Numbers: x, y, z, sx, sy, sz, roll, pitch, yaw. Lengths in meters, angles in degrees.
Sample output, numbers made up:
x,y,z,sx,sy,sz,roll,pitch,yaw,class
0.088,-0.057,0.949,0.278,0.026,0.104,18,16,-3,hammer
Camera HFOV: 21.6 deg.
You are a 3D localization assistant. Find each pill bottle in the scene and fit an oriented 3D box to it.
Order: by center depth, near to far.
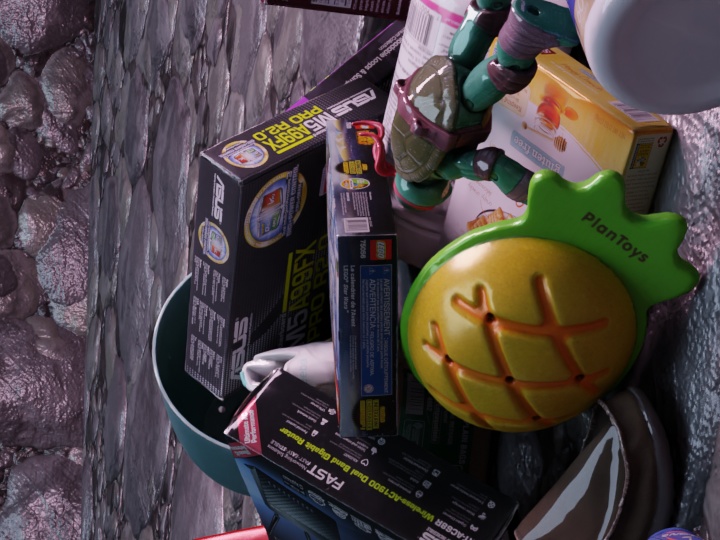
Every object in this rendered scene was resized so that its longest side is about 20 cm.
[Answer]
x,y,z,sx,sy,sz,roll,pitch,yaw,class
0.159,-0.189,1.032,0.200,0.116,0.116,-101,23,-43,pill bottle
0.074,-0.106,1.297,0.113,0.113,0.200,-113,32,-57,pill bottle

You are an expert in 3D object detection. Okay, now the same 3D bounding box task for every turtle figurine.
x,y,z,sx,sy,sz,roll,pitch,yaw,class
0.069,-0.093,1.124,0.150,0.101,0.200,59,142,33,turtle figurine

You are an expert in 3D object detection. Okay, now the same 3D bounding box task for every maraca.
x,y,z,sx,sy,sz,roll,pitch,yaw,class
0.106,0.020,1.100,0.200,0.137,0.107,-49,17,36,maraca

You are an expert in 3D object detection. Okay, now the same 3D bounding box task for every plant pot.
x,y,z,sx,sy,sz,roll,pitch,yaw,class
-0.076,0.104,1.631,0.161,0.200,0.201,95,171,-59,plant pot

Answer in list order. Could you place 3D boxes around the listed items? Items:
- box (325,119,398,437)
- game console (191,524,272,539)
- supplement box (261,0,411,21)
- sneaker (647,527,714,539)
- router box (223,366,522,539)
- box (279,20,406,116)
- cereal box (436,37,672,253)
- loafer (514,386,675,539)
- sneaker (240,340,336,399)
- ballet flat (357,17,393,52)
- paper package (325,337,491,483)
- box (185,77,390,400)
x,y,z,sx,sy,sz,roll,pitch,yaw,class
0.000,0.000,1.217,0.200,0.040,0.137,-96,6,-65,box
-0.019,0.274,1.330,0.119,0.200,0.173,-90,-14,-60,game console
0.021,-0.217,1.353,0.109,0.200,0.061,-125,43,-66,supplement box
0.169,0.168,0.986,0.200,0.075,0.079,128,146,-59,sneaker
0.015,0.165,1.232,0.062,0.200,0.150,-50,-31,-23,router box
-0.004,-0.117,1.464,0.036,0.200,0.143,40,146,14,box
0.114,-0.032,1.199,0.144,0.039,0.200,41,128,43,cereal box
0.130,0.161,1.115,0.073,0.071,0.200,-117,35,-60,loafer
-0.046,0.081,1.345,0.200,0.088,0.075,143,128,-69,sneaker
0.040,-0.232,1.538,0.057,0.066,0.200,-62,-5,-54,ballet flat
0.021,0.153,1.432,0.191,0.103,0.200,-171,86,-72,paper package
-0.049,-0.023,1.357,0.044,0.160,0.200,34,134,30,box
